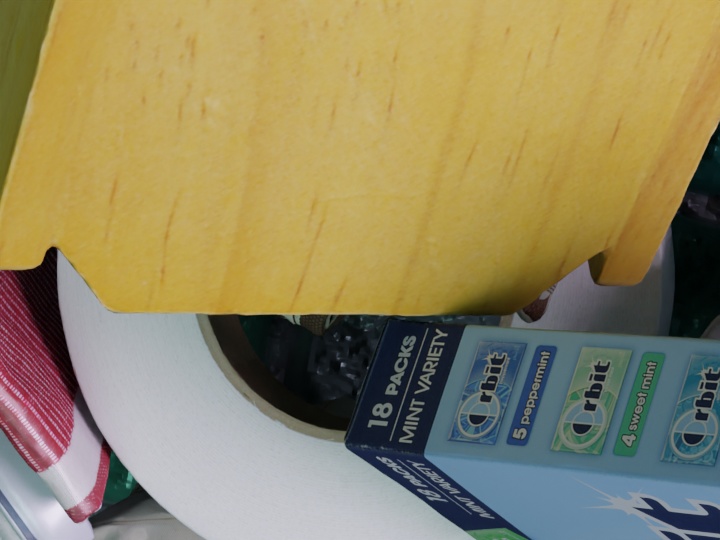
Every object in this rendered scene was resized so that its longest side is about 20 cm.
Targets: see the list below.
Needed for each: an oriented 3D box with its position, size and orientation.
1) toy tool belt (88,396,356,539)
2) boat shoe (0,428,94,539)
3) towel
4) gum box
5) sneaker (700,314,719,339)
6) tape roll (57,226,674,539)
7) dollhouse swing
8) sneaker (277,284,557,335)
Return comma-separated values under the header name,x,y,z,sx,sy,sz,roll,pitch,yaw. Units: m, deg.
name,x,y,z,sx,sy,sz,roll,pitch,yaw
toy tool belt,0.009,0.107,0.927,0.199,0.123,0.125,-8,84,13
boat shoe,-0.180,0.050,0.895,0.202,0.086,0.075,41,164,27
towel,-0.136,-0.027,0.857,0.023,0.144,0.200,-30,108,12
gum box,0.123,0.072,0.721,0.200,0.045,0.170,2,154,41
sneaker,0.220,0.037,0.780,0.202,0.146,0.077,7,90,34
tape roll,0.000,0.000,0.845,0.202,0.037,0.204,1,92,14
dollhouse swing,-0.014,-0.113,0.717,0.199,0.176,0.182,0,130,-28
sneaker,-0.034,-0.018,0.793,0.199,0.070,0.076,-3,80,12
